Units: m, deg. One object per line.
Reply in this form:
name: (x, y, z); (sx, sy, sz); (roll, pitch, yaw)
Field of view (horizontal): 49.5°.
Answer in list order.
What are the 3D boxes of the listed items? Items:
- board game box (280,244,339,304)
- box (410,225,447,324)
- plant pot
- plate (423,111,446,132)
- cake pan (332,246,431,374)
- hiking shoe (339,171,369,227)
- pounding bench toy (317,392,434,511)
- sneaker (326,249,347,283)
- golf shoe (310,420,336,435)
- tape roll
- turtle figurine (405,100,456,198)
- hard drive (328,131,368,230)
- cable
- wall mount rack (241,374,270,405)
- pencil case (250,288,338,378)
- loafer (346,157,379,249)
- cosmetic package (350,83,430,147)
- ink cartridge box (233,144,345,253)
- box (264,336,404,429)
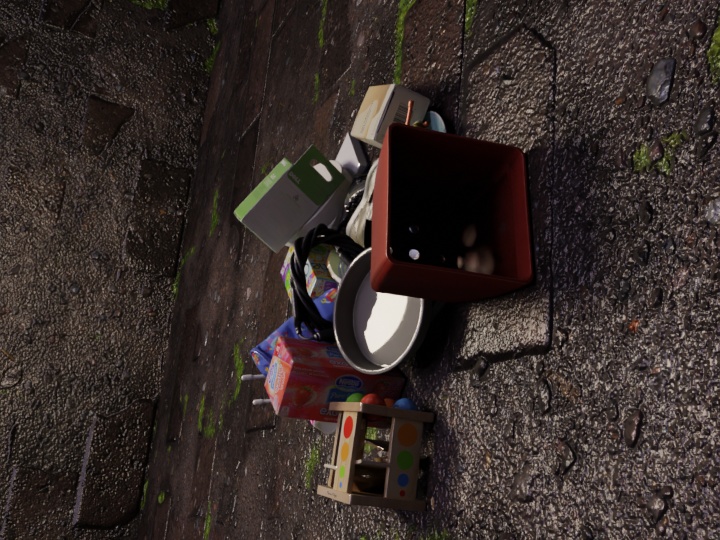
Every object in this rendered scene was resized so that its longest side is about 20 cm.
board game box: (-0.080, 0.021, 1.557); (0.104, 0.104, 0.200); (-67, 26, 22)
box: (0.077, 0.003, 1.260); (0.122, 0.032, 0.201); (-57, 40, 40)
plant pot: (0.103, -0.054, 1.074); (0.176, 0.197, 0.202); (126, 149, -61)
plate: (0.103, -0.168, 1.324); (0.200, 0.025, 0.203); (-167, 90, -68)
cake pan: (0.035, 0.061, 1.213); (0.199, 0.036, 0.203); (-14, 71, 44)
hiking shoe: (0.005, -0.148, 1.461); (0.200, 0.075, 0.102); (138, 143, -67)
pounding bench toy: (0.008, 0.271, 1.199); (0.200, 0.123, 0.158); (161, 119, -64)
sneaker: (0.000, 0.000, 1.428); (0.091, 0.066, 0.201); (-67, 32, 29)
golf shoe: (-0.032, 0.194, 1.376); (0.075, 0.091, 0.202); (-175, 98, -68)
tape roll: (-0.102, -0.138, 1.594); (0.202, 0.037, 0.204); (-32, 33, 24)
turtle figurine: (0.094, -0.172, 1.211); (0.160, 0.064, 0.202); (13, 80, 32)
hard drive: (-0.043, -0.177, 1.668); (0.133, 0.025, 0.201); (-107, 36, -49)
cable: (-0.041, 0.019, 1.303); (0.051, 0.161, 0.203); (149, 116, -68)
wall mount rack: (-0.125, 0.192, 1.460); (0.074, 0.173, 0.201); (41, 159, 26)
pencil case: (-0.090, 0.113, 1.341); (0.087, 0.199, 0.078); (39, 157, 33)
loafer: (0.041, -0.114, 1.335); (0.070, 0.074, 0.201); (60, 138, 41)
cosmetic package: (0.049, -0.271, 1.394); (0.200, 0.070, 0.106); (-140, 71, -74)
ink cartridge box: (-0.136, -0.144, 1.505); (0.200, 0.104, 0.059); (-47, 31, 1)
box: (-0.043, 0.181, 1.265); (0.103, 0.198, 0.096); (-134, 59, -63)
